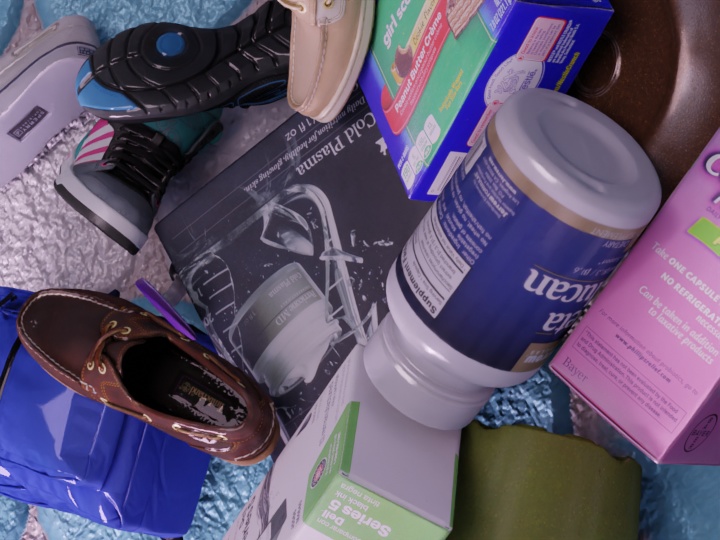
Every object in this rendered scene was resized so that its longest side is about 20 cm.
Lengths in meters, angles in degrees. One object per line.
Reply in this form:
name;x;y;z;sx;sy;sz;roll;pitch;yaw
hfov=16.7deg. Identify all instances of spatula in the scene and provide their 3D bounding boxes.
spatula;-0.129;0.015;1.698;0.021;0.200;0.057;-42;97;7

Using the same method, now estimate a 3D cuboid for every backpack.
backpack;-0.217;0.087;1.747;0.199;0.168;0.163;14;81;32

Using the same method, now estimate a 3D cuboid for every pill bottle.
pill bottle;0.084;-0.001;1.467;0.111;0.111;0.200;49;124;24

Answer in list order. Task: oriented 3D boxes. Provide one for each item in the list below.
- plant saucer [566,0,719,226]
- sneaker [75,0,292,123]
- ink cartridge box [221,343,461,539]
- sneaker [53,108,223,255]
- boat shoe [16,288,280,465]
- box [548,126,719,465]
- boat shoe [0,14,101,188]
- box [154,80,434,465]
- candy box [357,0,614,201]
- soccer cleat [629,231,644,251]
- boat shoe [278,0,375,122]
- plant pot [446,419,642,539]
plant saucer;0.155;-0.125;1.506;0.200;0.037;0.202;-6;82;49
sneaker;-0.098;-0.133;1.696;0.199;0.082;0.074;-14;65;-9
ink cartridge box;-0.021;0.172;1.547;0.084;0.146;0.200;28;119;-11
sneaker;-0.149;-0.086;1.732;0.084;0.200;0.121;39;96;-17
boat shoe;-0.143;0.061;1.601;0.199;0.070;0.071;23;81;18
box;0.238;0.013;1.482;0.097;0.176;0.200;41;105;26
boat shoe;-0.272;-0.125;1.862;0.200;0.071;0.070;-37;42;26
box;0.000;0.000;1.654;0.200;0.124;0.197;-37;71;22
candy box;0.061;-0.172;1.538;0.169;0.077;0.201;-61;37;39
soccer cleat;0.221;-0.097;1.559;0.066;0.076;0.201;27;99;29
boat shoe;-0.030;-0.195;1.554;0.074;0.069;0.201;31;114;60
plant pot;0.101;0.201;1.557;0.199;0.200;0.191;6;76;30
